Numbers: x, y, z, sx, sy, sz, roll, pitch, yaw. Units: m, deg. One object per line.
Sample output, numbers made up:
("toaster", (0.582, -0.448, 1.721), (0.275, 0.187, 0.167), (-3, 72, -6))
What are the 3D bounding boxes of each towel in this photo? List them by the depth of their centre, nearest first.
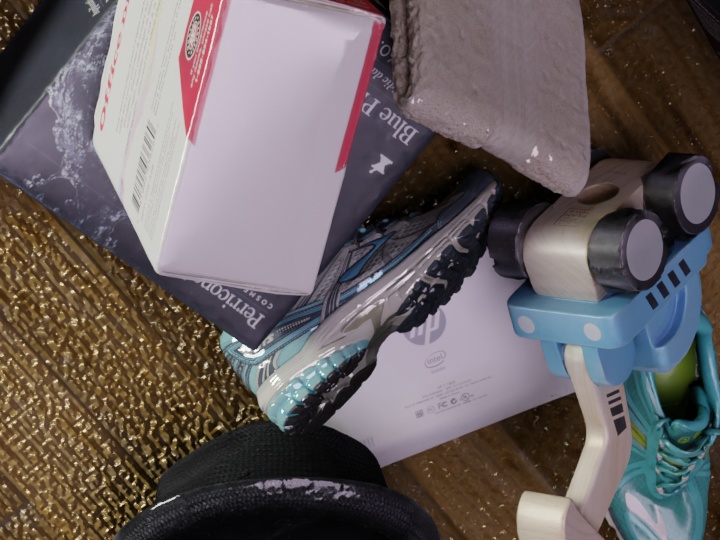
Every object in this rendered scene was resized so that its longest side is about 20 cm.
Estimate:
("towel", (0.068, -0.146, 1.456), (0.133, 0.200, 0.034), (23, 142, -33))

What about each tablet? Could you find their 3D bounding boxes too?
("tablet", (0.043, 0.049, 1.621), (0.200, 0.014, 0.130), (-21, 115, -7))

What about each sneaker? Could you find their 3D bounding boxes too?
("sneaker", (0.000, 0.000, 1.554), (0.200, 0.078, 0.086), (-43, 74, -13))
("sneaker", (0.190, 0.100, 1.645), (0.077, 0.080, 0.200), (-9, 114, -12))

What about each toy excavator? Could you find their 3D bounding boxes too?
("toy excavator", (0.146, 0.051, 1.554), (0.194, 0.100, 0.200), (-42, 124, -39))

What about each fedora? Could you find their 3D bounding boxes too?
("fedora", (-0.053, 0.151, 1.580), (0.200, 0.092, 0.201), (-3, 138, -2))

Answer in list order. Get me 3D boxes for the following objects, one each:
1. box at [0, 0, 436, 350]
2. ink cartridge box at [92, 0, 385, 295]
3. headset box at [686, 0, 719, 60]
("box", (-0.080, -0.098, 1.471), (0.197, 0.117, 0.200), (36, 100, -25))
("ink cartridge box", (-0.066, -0.093, 1.301), (0.086, 0.200, 0.148), (9, 109, -17))
("headset box", (0.283, -0.154, 1.535), (0.149, 0.075, 0.200), (-40, 144, 1))
